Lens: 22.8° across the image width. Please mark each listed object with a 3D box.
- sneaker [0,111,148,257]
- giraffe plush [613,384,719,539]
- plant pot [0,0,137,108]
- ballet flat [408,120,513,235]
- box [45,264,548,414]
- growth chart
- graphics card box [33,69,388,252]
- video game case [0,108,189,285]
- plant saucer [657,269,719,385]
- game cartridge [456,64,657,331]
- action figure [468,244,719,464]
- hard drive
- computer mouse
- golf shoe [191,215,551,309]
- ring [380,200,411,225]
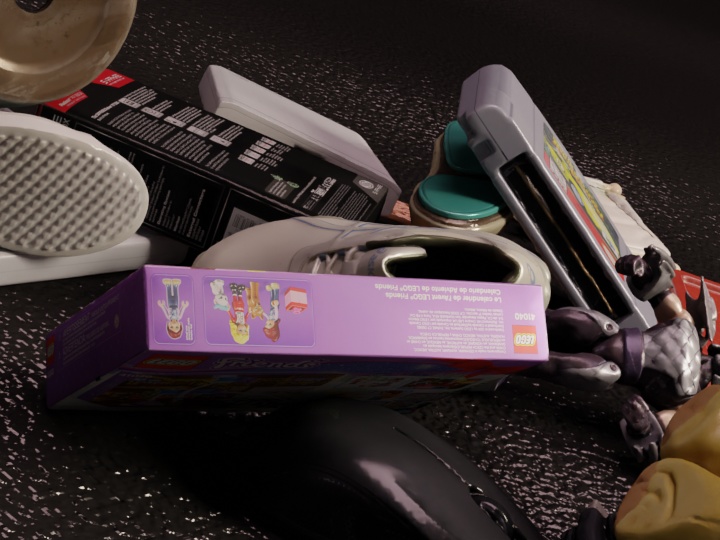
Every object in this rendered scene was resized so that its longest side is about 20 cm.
[{"bbox_3d":[-0.210,-0.064,0.940,0.198,0.074,0.082,13,25,-22],"label":"sneaker"},{"bbox_3d":[0.240,0.133,0.822,0.163,0.172,0.200,50,-4,-19],"label":"giraffe plush"},{"bbox_3d":[-0.210,-0.168,0.978,0.198,0.202,0.173,6,14,-34],"label":"plant pot"},{"bbox_3d":[0.068,-0.040,1.164,0.069,0.070,0.200,21,24,3],"label":"ballet flat"},{"bbox_3d":[-0.031,0.036,0.830,0.198,0.040,0.137,3,-15,-28],"label":"box"},{"bbox_3d":[0.167,-0.046,1.392,0.143,0.018,0.200,14,21,-16],"label":"growth chart"},{"bbox_3d":[-0.089,-0.054,1.063,0.198,0.051,0.126,22,17,3],"label":"graphics card box"},{"bbox_3d":[-0.224,-0.046,1.017,0.181,0.024,0.199,33,23,31],"label":"video game case"},{"bbox_3d":[0.281,0.064,1.193,0.198,0.037,0.200,19,20,-4],"label":"plant saucer"},{"bbox_3d":[0.130,-0.038,1.155,0.201,0.041,0.133,55,11,-13],"label":"game cartridge"},{"bbox_3d":[0.139,0.047,1.025,0.198,0.070,0.131,7,53,-5],"label":"action figure"},{"bbox_3d":[-0.046,-0.093,1.228,0.131,0.027,0.200,25,8,-12],"label":"hard drive"},{"bbox_3d":[0.035,0.105,0.829,0.198,0.053,0.139,23,21,8],"label":"computer mouse"},{"bbox_3d":[0.000,0.000,0.937,0.198,0.079,0.097,-1,-13,7],"label":"golf shoe"},{"bbox_3d":[0.020,-0.007,1.154,0.198,0.019,0.201,18,19,-6],"label":"ring"}]
